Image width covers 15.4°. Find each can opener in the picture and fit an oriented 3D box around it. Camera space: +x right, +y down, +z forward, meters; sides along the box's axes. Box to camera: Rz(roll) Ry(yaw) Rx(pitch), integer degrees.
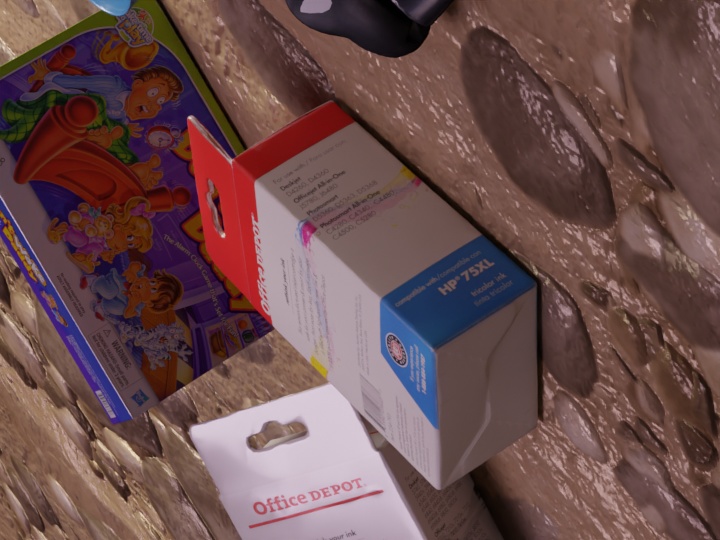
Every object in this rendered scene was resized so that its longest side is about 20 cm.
[{"bbox_3d":[-0.028,-0.179,1.172,0.200,0.079,0.063,56,-162,14],"label":"can opener"}]

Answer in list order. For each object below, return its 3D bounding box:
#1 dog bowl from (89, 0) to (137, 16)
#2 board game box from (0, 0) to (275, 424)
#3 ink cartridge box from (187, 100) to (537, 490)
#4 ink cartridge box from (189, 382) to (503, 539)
[{"bbox_3d":[-0.129,-0.216,1.337,0.111,0.050,0.200,48,156,24],"label":"dog bowl"},{"bbox_3d":[-0.127,-0.036,1.462,0.200,0.134,0.045,59,159,-5],"label":"board game box"},{"bbox_3d":[0.000,0.000,1.326,0.200,0.067,0.116,44,154,32],"label":"ink cartridge box"},{"bbox_3d":[0.006,0.143,1.450,0.116,0.068,0.200,-18,106,34],"label":"ink cartridge box"}]
